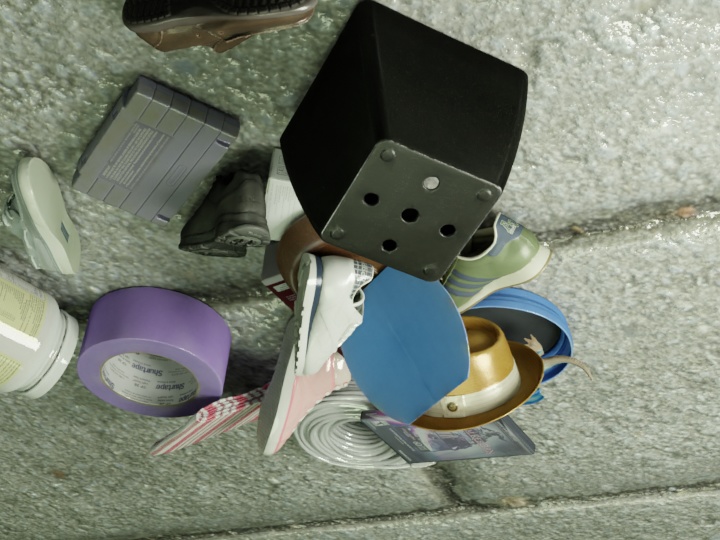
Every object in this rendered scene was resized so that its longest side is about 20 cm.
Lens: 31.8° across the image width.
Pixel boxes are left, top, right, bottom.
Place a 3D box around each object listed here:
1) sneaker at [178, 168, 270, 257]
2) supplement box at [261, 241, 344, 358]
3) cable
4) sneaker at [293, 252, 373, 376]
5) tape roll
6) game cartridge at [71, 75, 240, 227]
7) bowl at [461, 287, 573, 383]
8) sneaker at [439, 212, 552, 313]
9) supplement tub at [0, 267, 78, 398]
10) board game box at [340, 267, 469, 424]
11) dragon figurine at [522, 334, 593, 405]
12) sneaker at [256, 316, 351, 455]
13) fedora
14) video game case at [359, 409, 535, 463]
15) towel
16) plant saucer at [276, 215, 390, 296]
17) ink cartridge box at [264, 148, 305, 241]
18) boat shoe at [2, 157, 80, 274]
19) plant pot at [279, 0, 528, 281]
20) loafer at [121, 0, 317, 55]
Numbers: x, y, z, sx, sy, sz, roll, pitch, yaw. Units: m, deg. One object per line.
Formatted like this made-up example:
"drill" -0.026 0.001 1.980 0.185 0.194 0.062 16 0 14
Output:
"sneaker" -0.155 -0.065 1.473 0.075 0.092 0.200 7 169 -29
"supplement box" -0.023 0.030 1.585 0.108 0.061 0.200 -19 136 27
"cable" 0.002 0.220 1.833 0.199 0.070 0.200 -10 140 22
"sneaker" -0.037 0.059 1.468 0.080 0.077 0.201 0 143 -12
"tape roll" -0.279 0.114 1.720 0.198 0.085 0.201 4 144 3
"game cartridge" -0.236 -0.132 1.427 0.129 0.039 0.200 27 139 -20
"bowl" 0.178 0.089 1.653 0.199 0.040 0.201 4 144 3
"sneaker" 0.130 -0.011 1.516 0.090 0.067 0.200 43 137 -19
"supplement tub" -0.483 0.070 1.641 0.145 0.146 0.200 -27 132 37
"board game box" 0.060 0.080 1.461 0.039 0.159 0.200 -18 161 -44
"dragon figurine" 0.206 0.133 1.624 0.199 0.059 0.100 -3 145 19
"sneaker" -0.069 0.164 1.707 0.104 0.075 0.201 12 106 -22
"fedora" 0.118 0.111 1.520 0.199 0.201 0.082 -6 119 17
"video game case" 0.119 0.220 1.718 0.199 0.019 0.143 -9 144 31
"towel" -0.190 0.201 1.778 0.199 0.030 0.146 -16 164 -44
"plant saucer" 0.000 0.000 1.473 0.199 0.035 0.201 0 140 0
"ink cartridge box" -0.011 -0.073 1.456 0.198 0.051 0.109 8 143 -4
"boat shoe" -0.393 -0.060 1.515 0.071 0.070 0.201 -1 146 4
"plant pot" 0.046 -0.111 1.257 0.198 0.178 0.200 21 127 -19
"loafer" -0.129 -0.253 1.226 0.199 0.074 0.071 -1 154 19
